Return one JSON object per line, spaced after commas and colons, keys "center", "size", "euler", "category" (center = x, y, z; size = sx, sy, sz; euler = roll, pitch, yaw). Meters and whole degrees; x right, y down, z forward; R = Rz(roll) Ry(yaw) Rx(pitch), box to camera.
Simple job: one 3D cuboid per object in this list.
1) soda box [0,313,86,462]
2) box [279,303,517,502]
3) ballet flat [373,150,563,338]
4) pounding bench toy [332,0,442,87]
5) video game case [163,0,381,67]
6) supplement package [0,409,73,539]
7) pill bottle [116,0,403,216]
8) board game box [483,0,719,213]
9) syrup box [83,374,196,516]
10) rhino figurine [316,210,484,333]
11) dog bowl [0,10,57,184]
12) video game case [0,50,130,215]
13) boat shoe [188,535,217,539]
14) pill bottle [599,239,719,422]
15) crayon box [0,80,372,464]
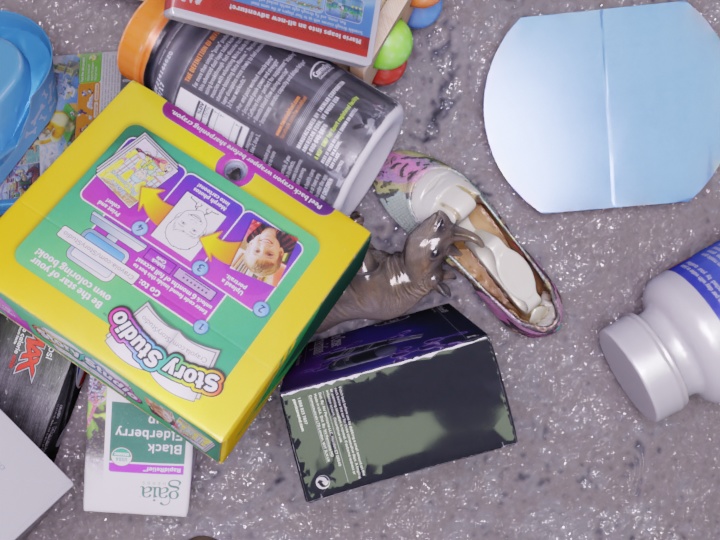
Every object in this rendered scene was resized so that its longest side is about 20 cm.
{"center": [-0.249, 0.056, 0.768], "size": [0.070, 0.063, 0.201], "euler": [20, 89, 0], "category": "soda box"}
{"center": [0.021, 0.086, 0.700], "size": [0.140, 0.200, 0.079], "euler": [-13, 94, -2], "category": "box"}
{"center": [0.092, -0.026, 0.769], "size": [0.069, 0.071, 0.200], "euler": [-43, 89, -8], "category": "ballet flat"}
{"center": [-0.017, -0.222, 0.707], "size": [0.156, 0.200, 0.125], "euler": [31, 88, 1], "category": "pounding bench toy"}
{"center": [-0.042, -0.244, 0.616], "size": [0.142, 0.017, 0.201], "euler": [8, 92, -29], "category": "video game case"}
{"center": [-0.336, 0.181, 0.676], "size": [0.152, 0.151, 0.200], "euler": [45, 131, 0], "category": "supplement package"}
{"center": [-0.077, -0.124, 0.704], "size": [0.200, 0.106, 0.107], "euler": [32, 89, 5], "category": "pill bottle"}
{"center": [0.200, -0.130, 0.791], "size": [0.199, 0.039, 0.159], "euler": [-5, 94, 4], "category": "board game box"}
{"center": [-0.160, 0.079, 0.730], "size": [0.078, 0.081, 0.201], "euler": [5, 106, -7], "category": "syrup box"}
{"center": [0.000, 0.000, 0.755], "size": [0.199, 0.060, 0.088], "euler": [-13, 102, 15], "category": "rhino figurine"}
{"center": [-0.305, -0.106, 0.726], "size": [0.111, 0.050, 0.201], "euler": [22, 65, 14], "category": "dog bowl"}
{"center": [-0.213, -0.113, 0.764], "size": [0.199, 0.018, 0.144], "euler": [-5, 62, -1], "category": "video game case"}
{"center": [-0.167, 0.307, 0.762], "size": [0.072, 0.068, 0.201], "euler": [24, 90, -3], "category": "boat shoe"}
{"center": [0.292, 0.033, 0.751], "size": [0.199, 0.112, 0.112], "euler": [-29, 89, -1], "category": "pill bottle"}
{"center": [-0.122, -0.004, 0.637], "size": [0.200, 0.058, 0.173], "euler": [33, 66, 6], "category": "crayon box"}
